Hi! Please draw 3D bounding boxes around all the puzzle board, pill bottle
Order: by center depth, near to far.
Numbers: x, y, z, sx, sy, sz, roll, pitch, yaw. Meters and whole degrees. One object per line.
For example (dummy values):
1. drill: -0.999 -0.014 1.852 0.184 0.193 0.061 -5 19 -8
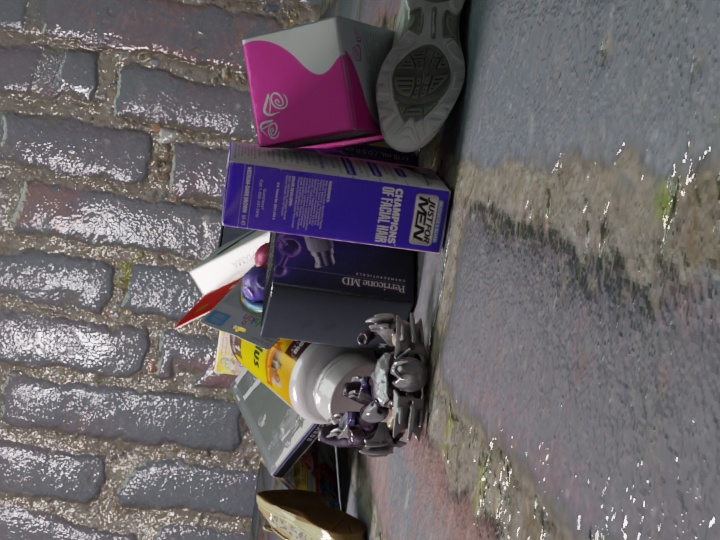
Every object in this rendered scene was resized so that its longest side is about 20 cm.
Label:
1. pill bottle: -0.057 0.096 1.256 0.200 0.109 0.110 32 119 47
2. puzzle board: -0.076 0.237 1.480 0.017 0.151 0.200 -37 21 11

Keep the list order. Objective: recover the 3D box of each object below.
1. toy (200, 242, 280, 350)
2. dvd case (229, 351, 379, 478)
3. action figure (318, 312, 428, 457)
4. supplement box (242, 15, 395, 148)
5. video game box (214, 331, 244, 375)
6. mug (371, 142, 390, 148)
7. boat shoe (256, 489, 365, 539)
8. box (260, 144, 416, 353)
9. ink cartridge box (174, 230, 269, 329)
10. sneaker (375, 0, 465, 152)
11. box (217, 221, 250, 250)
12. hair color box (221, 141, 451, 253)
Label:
1. toy: -0.084 -0.008 1.266 0.200 0.115 0.047 -45 -48 -29
2. dvd case: -0.071 0.125 1.359 0.200 0.025 0.151 -51 46 20
3. action figure: 0.018 0.114 1.053 0.200 0.069 0.131 124 162 -65
4. supplement box: -0.018 -0.174 1.085 0.200 0.102 0.102 -13 -85 -68
5. video game box: -0.132 0.086 1.810 0.047 0.180 0.201 -95 14 -58
6. mug: -0.015 -0.166 1.359 0.187 0.148 0.154 -135 62 -75
7. boat shoe: -0.063 0.297 1.297 0.200 0.073 0.063 12 102 61
8. box: -0.021 -0.029 1.190 0.105 0.147 0.201 109 166 -54
9. ink cartridge box: -0.133 -0.016 1.416 0.045 0.199 0.176 59 -148 -11
10. sneaker: 0.060 -0.194 1.057 0.099 0.077 0.202 94 -171 -73
11. box: -0.114 0.010 1.667 0.051 0.198 0.159 -107 26 -83
12. hair color box: -0.025 -0.068 1.040 0.109 0.198 0.065 -109 25 -74
